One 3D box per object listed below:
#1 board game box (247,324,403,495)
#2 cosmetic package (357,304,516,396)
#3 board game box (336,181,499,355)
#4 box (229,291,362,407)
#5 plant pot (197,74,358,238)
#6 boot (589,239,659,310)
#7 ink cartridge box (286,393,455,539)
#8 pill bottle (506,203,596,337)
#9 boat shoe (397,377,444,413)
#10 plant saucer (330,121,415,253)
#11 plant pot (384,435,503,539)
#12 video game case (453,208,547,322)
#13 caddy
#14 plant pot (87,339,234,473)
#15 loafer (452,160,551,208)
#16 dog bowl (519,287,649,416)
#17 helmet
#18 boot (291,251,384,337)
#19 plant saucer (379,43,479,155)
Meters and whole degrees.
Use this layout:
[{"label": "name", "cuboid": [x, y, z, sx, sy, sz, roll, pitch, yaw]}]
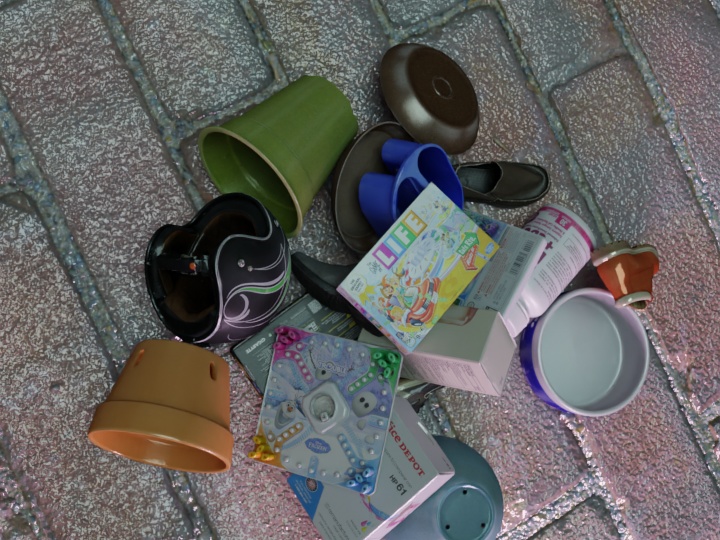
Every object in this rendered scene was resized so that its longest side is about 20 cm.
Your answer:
[{"label": "board game box", "cuboid": [-0.053, 0.193, 1.311, 0.197, 0.026, 0.203, 11, 87, 22]}, {"label": "cosmetic package", "cuboid": [0.110, 0.105, 1.330, 0.088, 0.197, 0.104, -64, 145, -26]}, {"label": "board game box", "cuboid": [0.081, -0.004, 1.284, 0.134, 0.034, 0.200, 42, 75, 0]}, {"label": "box", "cuboid": [-0.075, 0.126, 1.405, 0.199, 0.049, 0.161, -36, 97, -15]}, {"label": "plant pot", "cuboid": [-0.105, -0.185, 1.371, 0.200, 0.200, 0.190, 45, 63, -6]}, {"label": "boot", "cuboid": [0.439, 0.015, 1.490, 0.199, 0.075, 0.109, -1, 65, -53]}, {"label": "ink cartridge box", "cuboid": [0.015, 0.294, 1.332, 0.200, 0.084, 0.145, -42, 67, 10]}, {"label": "pill bottle", "cuboid": [0.272, 0.001, 1.471, 0.113, 0.113, 0.200, 44, 76, -7]}, {"label": "boat shoe", "cuboid": [0.065, 0.196, 1.426, 0.197, 0.072, 0.066, -20, 96, -12]}, {"label": "plant saucer", "cuboid": [0.018, -0.128, 1.409, 0.199, 0.034, 0.203, -27, 127, -42]}, {"label": "plant pot", "cuboid": [0.136, 0.357, 1.394, 0.197, 0.135, 0.204, 1, 84, -15]}, {"label": "video game case", "cuboid": [0.165, 0.009, 1.430, 0.180, 0.024, 0.202, 23, 78, 34]}, {"label": "caddy", "cuboid": [0.087, -0.104, 1.391, 0.142, 0.104, 0.200, -58, 142, -17]}, {"label": "plant pot", "cuboid": [-0.262, 0.186, 1.289, 0.197, 0.200, 0.142, 17, 65, -12]}, {"label": "loafer", "cuboid": [0.222, -0.140, 1.493, 0.197, 0.071, 0.074, -4, 86, -15]}, {"label": "dog bowl", "cuboid": [0.361, 0.131, 1.500, 0.197, 0.079, 0.204, 1, 85, -14]}, {"label": "helmet", "cuboid": [-0.189, -0.002, 1.315, 0.190, 0.199, 0.202, -27, 92, -53]}, {"label": "boot", "cuboid": [0.000, 0.000, 1.357, 0.199, 0.070, 0.132, 33, 70, 23]}, {"label": "plant saucer", "cuboid": [0.119, -0.277, 1.449, 0.198, 0.037, 0.203, 18, 56, -30]}]
